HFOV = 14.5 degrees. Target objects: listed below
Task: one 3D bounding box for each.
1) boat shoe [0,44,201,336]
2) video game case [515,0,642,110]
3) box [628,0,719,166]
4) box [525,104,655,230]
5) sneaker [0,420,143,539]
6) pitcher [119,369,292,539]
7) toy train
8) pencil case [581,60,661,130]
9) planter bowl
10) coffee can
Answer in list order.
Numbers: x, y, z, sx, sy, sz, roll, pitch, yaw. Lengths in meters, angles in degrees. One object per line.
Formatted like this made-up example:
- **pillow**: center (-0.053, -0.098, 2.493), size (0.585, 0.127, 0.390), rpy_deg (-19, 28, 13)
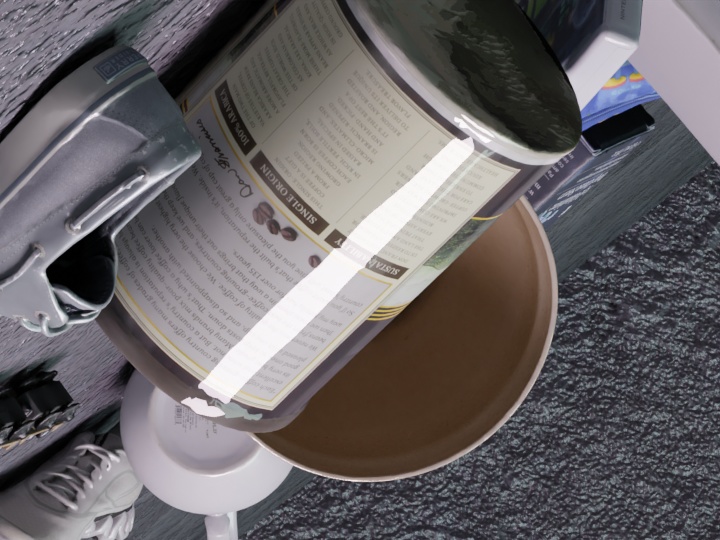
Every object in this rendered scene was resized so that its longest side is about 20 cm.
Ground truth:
- **boat shoe**: center (-0.134, -0.009, 1.191), size (0.070, 0.072, 0.201), rpy_deg (-32, 169, -50)
- **video game case**: center (0.088, -0.133, 1.394), size (0.200, 0.023, 0.183), rpy_deg (131, -28, -52)
- **box**: center (0.227, -0.176, 1.563), size (0.171, 0.200, 0.199), rpy_deg (-41, 173, -4)
- **box**: center (0.071, -0.060, 1.836), size (0.200, 0.107, 0.148), rpy_deg (-43, 173, 23)
- **sneaker**: center (-0.197, 0.149, 1.904), size (0.081, 0.075, 0.200), rpy_deg (-57, 171, 18)
- **pitcher**: center (-0.096, 0.128, 1.888), size (0.120, 0.173, 0.200), rpy_deg (-6, 172, -3)
- **toy train**: center (-0.208, 0.088, 1.564), size (0.046, 0.034, 0.200), rpy_deg (-39, 174, 17)
- **pencil case**: center (0.119, -0.116, 1.680), size (0.199, 0.087, 0.078), rpy_deg (-23, 167, -29)
- **planter bowl**: center (0.000, 0.000, 1.599), size (0.200, 0.200, 0.135), rpy_deg (-41, -160, 5)
- **coffee can**: center (-0.019, -0.044, 1.285), size (0.200, 0.147, 0.146), rpy_deg (-44, 172, 26)
